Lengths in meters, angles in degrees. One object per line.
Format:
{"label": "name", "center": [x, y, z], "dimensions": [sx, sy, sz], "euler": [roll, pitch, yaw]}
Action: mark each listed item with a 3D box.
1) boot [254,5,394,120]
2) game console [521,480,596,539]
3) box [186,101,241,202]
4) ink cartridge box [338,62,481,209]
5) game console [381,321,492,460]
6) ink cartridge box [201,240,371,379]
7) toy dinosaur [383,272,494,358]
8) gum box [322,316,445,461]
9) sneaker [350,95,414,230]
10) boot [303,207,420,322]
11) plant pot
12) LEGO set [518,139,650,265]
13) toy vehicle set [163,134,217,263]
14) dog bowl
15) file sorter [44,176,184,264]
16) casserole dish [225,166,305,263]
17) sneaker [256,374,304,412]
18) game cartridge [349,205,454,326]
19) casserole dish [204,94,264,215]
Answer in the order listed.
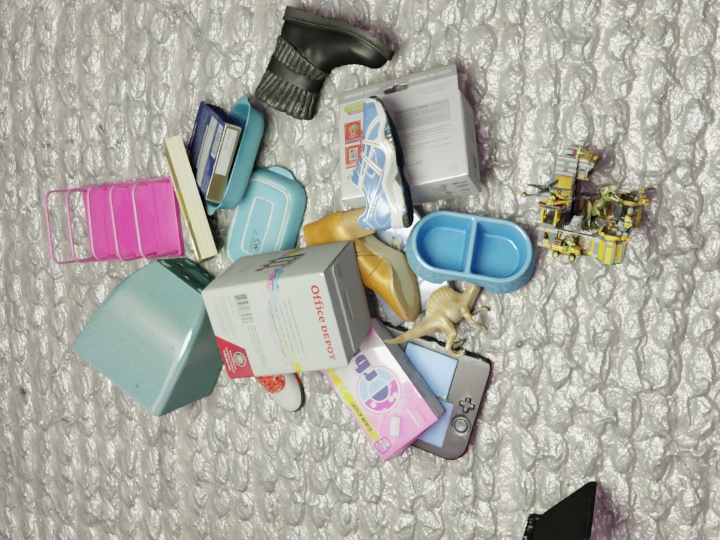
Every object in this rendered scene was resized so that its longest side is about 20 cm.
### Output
{"label": "boot", "center": [-0.058, -0.307, 1.208], "dimensions": [0.209, 0.079, 0.160], "euler": [25, 99, 26]}
{"label": "game console", "center": [0.291, 0.427, 1.127], "dimensions": [0.114, 0.200, 0.179], "euler": [-6, 96, 21]}
{"label": "box", "center": [-0.246, -0.200, 1.269], "dimensions": [0.032, 0.200, 0.123], "euler": [10, 108, -28]}
{"label": "ink cartridge box", "center": [0.071, -0.194, 1.165], "dimensions": [0.197, 0.084, 0.179], "euler": [-9, 74, 21]}
{"label": "game console", "center": [0.099, 0.197, 1.255], "dimensions": [0.197, 0.031, 0.180], "euler": [19, 104, 16]}
{"label": "ink cartridge box", "center": [-0.102, 0.057, 1.146], "dimensions": [0.197, 0.145, 0.148], "euler": [-7, 109, 20]}
{"label": "toy dinosaur", "center": [0.131, 0.080, 1.195], "dimensions": [0.199, 0.058, 0.102], "euler": [-35, 101, -7]}
{"label": "gum box", "center": [0.035, 0.189, 1.229], "dimensions": [0.113, 0.066, 0.201], "euler": [-39, 80, 15]}
{"label": "sneaker", "center": [0.021, -0.152, 1.087], "dimensions": [0.076, 0.076, 0.203], "euler": [-13, 72, 14]}
{"label": "boot", "center": [-0.001, 0.000, 1.215], "dimensions": [0.143, 0.071, 0.204], "euler": [-16, 106, 37]}
{"label": "plant pot", "center": [-0.323, 0.092, 1.317], "dimensions": [0.195, 0.196, 0.202], "euler": [35, 100, 12]}
{"label": "LEGO set", "center": [0.315, -0.102, 1.047], "dimensions": [0.152, 0.199, 0.118], "euler": [18, 122, 30]}
{"label": "toy vehicle set", "center": [-0.288, -0.115, 1.305], "dimensions": [0.026, 0.124, 0.203], "euler": [-18, 93, -16]}
{"label": "dog bowl", "center": [0.165, -0.032, 1.155], "dimensions": [0.196, 0.050, 0.114], "euler": [10, 80, 7]}
{"label": "file sorter", "center": [-0.433, -0.083, 1.357], "dimensions": [0.197, 0.125, 0.142], "euler": [-3, 97, 21]}
{"label": "casserole dish", "center": [-0.166, -0.075, 1.299], "dimensions": [0.120, 0.039, 0.203], "euler": [23, 106, 16]}
{"label": "sneaker", "center": [-0.173, 0.161, 1.308], "dimensions": [0.067, 0.108, 0.204], "euler": [-27, 88, 22]}
{"label": "game cartridge", "center": [0.062, -0.028, 1.233], "dimensions": [0.132, 0.041, 0.202], "euler": [-30, 87, 26]}
{"label": "casserole dish", "center": [-0.204, -0.184, 1.267], "dimensions": [0.038, 0.121, 0.203], "euler": [17, 92, -27]}
